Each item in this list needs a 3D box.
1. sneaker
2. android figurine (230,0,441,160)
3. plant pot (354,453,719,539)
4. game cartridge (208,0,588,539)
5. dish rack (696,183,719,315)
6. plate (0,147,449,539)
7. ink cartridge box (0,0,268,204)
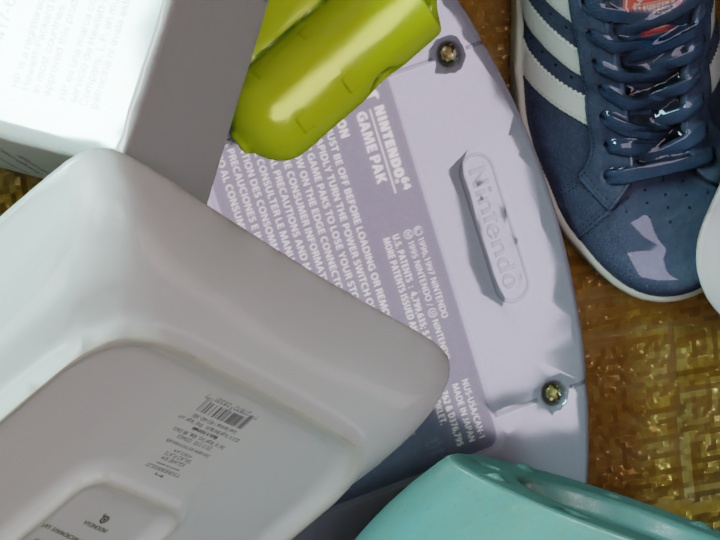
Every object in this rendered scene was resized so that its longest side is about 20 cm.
[{"bbox_3d":[0.088,-0.084,0.840,0.074,0.084,0.202,-16,100,-11],"label":"sneaker"},{"bbox_3d":[-0.062,-0.114,0.802,0.200,0.041,0.182,-39,79,-5],"label":"android figurine"},{"bbox_3d":[0.059,0.150,0.787,0.199,0.201,0.162,17,92,-14],"label":"plant pot"},{"bbox_3d":[0.000,0.000,0.855,0.132,0.042,0.201,-20,100,-15],"label":"game cartridge"},{"bbox_3d":[0.212,-0.054,0.830,0.170,0.044,0.201,19,111,-6],"label":"dish rack"},{"bbox_3d":[-0.086,0.068,0.753,0.200,0.032,0.199,-40,145,13],"label":"plate"},{"bbox_3d":[-0.125,-0.114,0.741,0.199,0.084,0.147,16,85,15],"label":"ink cartridge box"}]
